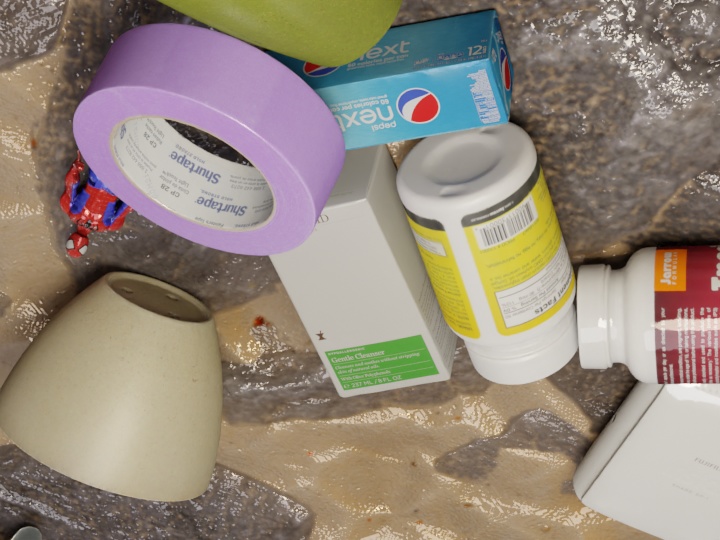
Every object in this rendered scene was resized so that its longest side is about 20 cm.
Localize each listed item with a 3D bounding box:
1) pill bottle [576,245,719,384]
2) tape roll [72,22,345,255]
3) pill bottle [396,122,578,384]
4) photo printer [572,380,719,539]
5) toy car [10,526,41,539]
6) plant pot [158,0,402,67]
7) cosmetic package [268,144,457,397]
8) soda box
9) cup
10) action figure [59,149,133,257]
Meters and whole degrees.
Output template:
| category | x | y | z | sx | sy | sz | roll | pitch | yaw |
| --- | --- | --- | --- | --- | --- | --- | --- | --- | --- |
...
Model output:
| category | x | y | z | sx | sy | sz | roll | pitch | yaw |
| --- | --- | --- | --- | --- | --- | --- | --- | --- | --- |
| pill bottle | 0.278 | 0.036 | 1.654 | 0.199 | 0.113 | 0.113 | -1 | 129 | 10 |
| tape roll | -0.115 | -0.097 | 1.546 | 0.199 | 0.066 | 0.200 | 18 | 150 | 11 |
| pill bottle | 0.109 | -0.012 | 1.644 | 0.114 | 0.115 | 0.201 | -9 | 127 | 16 |
| photo printer | 0.301 | 0.151 | 1.774 | 0.166 | 0.070 | 0.200 | 23 | 130 | -9 |
| toy car | -0.393 | 0.321 | 2.018 | 0.199 | 0.158 | 0.165 | -27 | 137 | -2 |
| plant pot | -0.066 | -0.238 | 1.461 | 0.187 | 0.188 | 0.200 | -27 | 134 | 28 |
| cosmetic package | 0.000 | 0.000 | 1.691 | 0.107 | 0.085 | 0.200 | -12 | 128 | 22 |
| soda box | 0.015 | -0.142 | 1.580 | 0.199 | 0.068 | 0.064 | -8 | 130 | 16 |
| cup | -0.198 | 0.087 | 1.747 | 0.199 | 0.200 | 0.144 | 21 | 105 | -8 |
| action figure | -0.207 | -0.083 | 1.684 | 0.065 | 0.052 | 0.200 | 19 | 132 | -13 |
